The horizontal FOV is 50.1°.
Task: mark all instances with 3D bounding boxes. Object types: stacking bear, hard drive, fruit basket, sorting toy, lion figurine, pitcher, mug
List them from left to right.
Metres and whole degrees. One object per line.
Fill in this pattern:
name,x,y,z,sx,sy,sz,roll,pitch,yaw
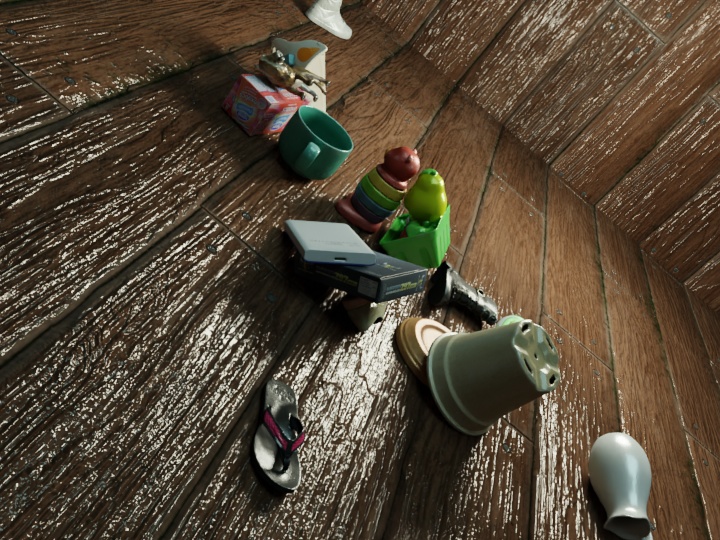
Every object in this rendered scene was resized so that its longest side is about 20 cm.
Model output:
sorting toy,-0.170,-0.493,1.941,0.106,0.201,0.180,-27,51,-25
lion figurine,-0.153,-0.443,1.769,0.122,0.073,0.200,32,11,10
mug,-0.117,-0.276,1.718,0.152,0.114,0.185,52,29,18
hard drive,-0.061,-0.053,1.439,0.131,0.026,0.200,3,18,-17
stacking bear,0.054,-0.193,1.726,0.114,0.200,0.121,42,27,3
fruit basket,0.130,-0.119,1.721,0.215,0.155,0.217,-12,90,-69
pitcher,0.537,0.447,1.554,0.172,0.121,0.201,50,31,-33

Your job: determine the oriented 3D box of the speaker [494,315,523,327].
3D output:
speaker,0.319,0.165,1.687,0.088,0.089,0.200,44,27,5

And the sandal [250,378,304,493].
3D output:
sandal,-0.111,0.220,1.082,0.075,0.045,0.201,29,30,-25

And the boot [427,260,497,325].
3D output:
boot,0.244,0.066,1.749,0.174,0.069,0.200,38,25,-7

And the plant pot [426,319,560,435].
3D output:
plant pot,0.255,0.181,1.407,0.200,0.183,0.202,25,52,-36

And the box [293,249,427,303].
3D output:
box,0.000,0.000,1.430,0.199,0.051,0.157,20,17,33

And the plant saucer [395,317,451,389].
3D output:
plant saucer,0.158,0.167,1.523,0.200,0.037,0.201,31,29,-20

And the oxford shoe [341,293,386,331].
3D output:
oxford shoe,0.018,0.065,1.479,0.200,0.070,0.074,-32,105,-66

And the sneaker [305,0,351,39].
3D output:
sneaker,-0.080,-0.878,2.639,0.199,0.116,0.074,14,36,-45

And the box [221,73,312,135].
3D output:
box,-0.212,-0.384,1.769,0.103,0.095,0.200,45,27,7
